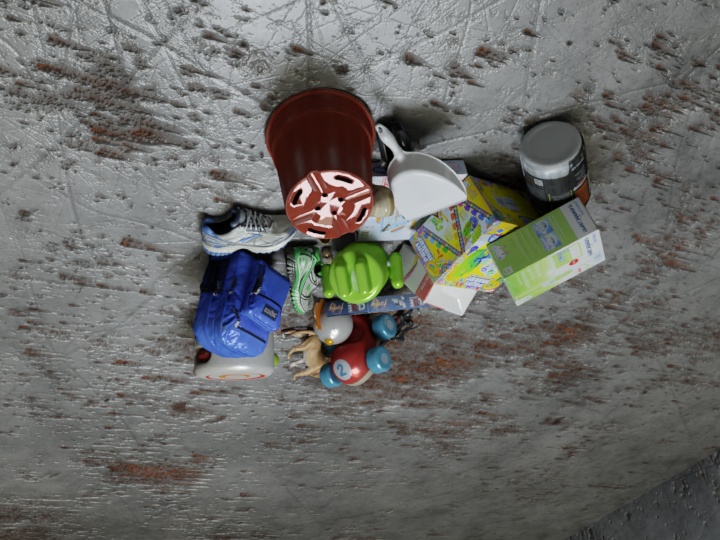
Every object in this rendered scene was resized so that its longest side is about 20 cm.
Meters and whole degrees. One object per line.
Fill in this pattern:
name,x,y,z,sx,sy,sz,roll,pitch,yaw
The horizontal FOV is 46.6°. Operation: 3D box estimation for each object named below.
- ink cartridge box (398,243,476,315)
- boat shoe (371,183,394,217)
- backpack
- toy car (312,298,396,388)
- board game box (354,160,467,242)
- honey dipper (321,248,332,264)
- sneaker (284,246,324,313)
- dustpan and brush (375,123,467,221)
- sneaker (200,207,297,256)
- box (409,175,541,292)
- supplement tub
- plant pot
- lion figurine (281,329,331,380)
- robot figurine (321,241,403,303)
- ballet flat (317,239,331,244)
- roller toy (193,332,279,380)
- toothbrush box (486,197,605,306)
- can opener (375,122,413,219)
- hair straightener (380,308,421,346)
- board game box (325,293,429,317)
ink cartridge box,0.146,0.009,1.800,0.116,0.200,0.068,19,106,-34
boat shoe,-0.008,-0.135,1.551,0.064,0.200,0.072,-11,103,-24
backpack,-0.247,0.077,1.714,0.167,0.201,0.162,-2,154,42
toy car,-0.051,0.154,1.948,0.184,0.178,0.200,-23,131,37
board game box,0.096,-0.137,1.678,0.198,0.041,0.201,-2,144,-11
honey dipper,-0.047,0.015,1.858,0.038,0.038,0.200,-15,142,6
sneaker,-0.116,0.024,1.815,0.084,0.078,0.201,-7,144,-5
dustpan and brush,0.085,-0.181,1.482,0.139,0.058,0.200,-19,138,32
sneaker,-0.222,-0.083,1.647,0.198,0.077,0.085,-11,140,0
box,0.244,-0.068,1.693,0.199,0.123,0.193,8,136,-44
supplement tub,0.381,-0.183,1.620,0.122,0.123,0.200,-17,144,9
plant pot,-0.062,-0.172,1.434,0.199,0.196,0.202,-4,135,-4
lion figurine,-0.121,0.203,2.067,0.122,0.073,0.201,-15,141,-6
robot figurine,0.000,0.000,1.735,0.174,0.117,0.200,-11,-171,12
ballet flat,-0.086,-0.119,1.631,0.067,0.073,0.201,-10,144,2
roller toy,-0.287,0.171,1.896,0.181,0.141,0.200,-4,167,5
toothbrush box,0.362,-0.034,1.626,0.199,0.086,0.146,-29,150,7
can opener,0.072,-0.182,1.550,0.063,0.079,0.201,-12,123,1
hair straightener,0.086,0.148,2.078,0.077,0.041,0.200,19,130,-35
board game box,0.040,0.076,1.865,0.199,0.035,0.135,-3,175,-43
